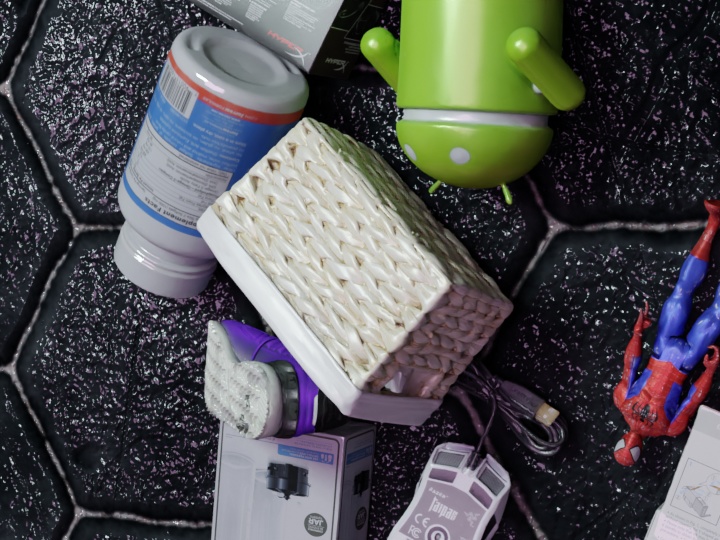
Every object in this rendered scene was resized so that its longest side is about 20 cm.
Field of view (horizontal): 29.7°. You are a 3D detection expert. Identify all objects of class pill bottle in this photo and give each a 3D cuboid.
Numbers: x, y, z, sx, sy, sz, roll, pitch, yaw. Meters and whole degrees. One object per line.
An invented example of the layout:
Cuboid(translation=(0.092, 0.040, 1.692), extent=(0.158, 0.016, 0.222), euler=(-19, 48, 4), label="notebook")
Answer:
Cuboid(translation=(-0.125, -0.080, 1.070), extent=(0.112, 0.112, 0.200), euler=(38, 122, 17), label="pill bottle")

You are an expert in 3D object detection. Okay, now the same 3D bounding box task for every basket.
Cuboid(translation=(0.000, 0.000, 1.001), extent=(0.123, 0.136, 0.200), euler=(-46, 63, 14), label="basket")

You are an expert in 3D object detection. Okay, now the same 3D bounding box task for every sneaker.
Cuboid(translation=(-0.060, 0.087, 1.058), extent=(0.200, 0.099, 0.070), euler=(-149, 61, -66), label="sneaker")

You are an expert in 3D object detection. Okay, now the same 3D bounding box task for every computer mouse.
Cuboid(translation=(0.076, 0.171, 1.044), extent=(0.110, 0.044, 0.200), euler=(28, 99, 15), label="computer mouse")

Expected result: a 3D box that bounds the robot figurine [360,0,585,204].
Cuboid(translation=(0.085, -0.150, 0.975), extent=(0.175, 0.116, 0.200), euler=(10, 100, 46), label="robot figurine")

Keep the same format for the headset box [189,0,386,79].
Cuboid(translation=(-0.038, -0.271, 1.044), extent=(0.149, 0.077, 0.200), euler=(32, 105, 19), label="headset box")

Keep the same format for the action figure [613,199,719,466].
Cuboid(translation=(0.227, 0.051, 0.965), extent=(0.065, 0.052, 0.200), euler=(26, 106, 17), label="action figure")

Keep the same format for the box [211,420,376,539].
Cuboid(translation=(-0.057, 0.217, 1.096), extent=(0.117, 0.060, 0.200), euler=(9, 97, 24), label="box")

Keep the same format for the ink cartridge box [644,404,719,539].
Cuboid(translation=(0.301, 0.207, 0.942), extent=(0.200, 0.045, 0.176), euler=(23, 103, 21), label="ink cartridge box")
